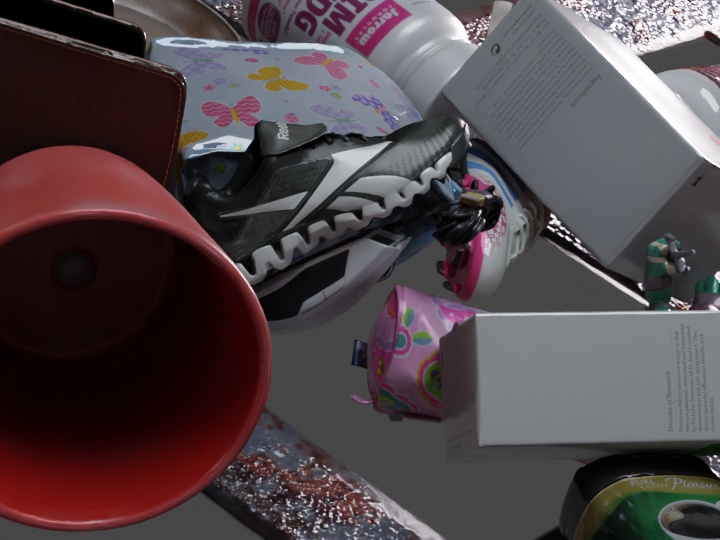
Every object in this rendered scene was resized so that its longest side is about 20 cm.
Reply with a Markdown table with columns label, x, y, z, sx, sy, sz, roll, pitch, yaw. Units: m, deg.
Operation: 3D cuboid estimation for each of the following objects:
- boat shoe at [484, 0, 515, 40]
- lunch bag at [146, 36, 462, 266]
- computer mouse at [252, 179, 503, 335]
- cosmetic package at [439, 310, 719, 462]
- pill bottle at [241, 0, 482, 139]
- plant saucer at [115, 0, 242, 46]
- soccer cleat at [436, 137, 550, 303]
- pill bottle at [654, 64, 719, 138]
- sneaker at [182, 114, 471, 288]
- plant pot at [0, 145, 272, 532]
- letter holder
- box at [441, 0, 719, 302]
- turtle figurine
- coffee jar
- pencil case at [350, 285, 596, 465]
| label | x | y | z | sx | sy | sz | roll | pitch | yaw |
| --- | --- | --- | --- | --- | --- | --- | --- | --- | --- |
| boat shoe | 0.143 | -0.164 | 2.094 | 0.093 | 0.075 | 0.200 | 13 | 28 | 2 |
| lunch bag | -0.044 | -0.071 | 1.761 | 0.199 | 0.127 | 0.170 | -1 | 34 | -15 |
| computer mouse | 0.000 | 0.000 | 1.664 | 0.110 | 0.200 | 0.044 | -55 | 120 | -80 |
| cosmetic package | 0.155 | 0.070 | 1.564 | 0.199 | 0.085 | 0.108 | -2 | -9 | -8 |
| pill bottle | 0.011 | -0.171 | 1.980 | 0.113 | 0.114 | 0.200 | -13 | 43 | -46 |
| plant saucer | -0.185 | -0.176 | 1.947 | 0.200 | 0.032 | 0.200 | 15 | 29 | -8 |
| soccer cleat | 0.101 | -0.037 | 1.851 | 0.086 | 0.070 | 0.200 | 15 | 29 | -11 |
| pill bottle | 0.278 | -0.108 | 2.051 | 0.200 | 0.110 | 0.110 | -9 | 40 | -43 |
| sneaker | -0.026 | -0.063 | 1.635 | 0.200 | 0.091 | 0.066 | -28 | 15 | -8 |
| plant pot | -0.161 | 0.024 | 1.469 | 0.200 | 0.201 | 0.177 | 12 | 19 | -15 |
| letter holder | -0.189 | -0.072 | 1.584 | 0.142 | 0.200 | 0.101 | 16 | 28 | -8 |
| box | 0.183 | -0.091 | 1.886 | 0.200 | 0.106 | 0.152 | 50 | 15 | 29 |
| turtle figurine | 0.241 | 0.047 | 1.769 | 0.150 | 0.101 | 0.200 | 46 | 19 | 15 |
| coffee jar | 0.193 | 0.190 | 1.500 | 0.104 | 0.085 | 0.200 | 2 | 34 | -23 |
| pencil case | 0.097 | 0.073 | 1.651 | 0.200 | 0.088 | 0.088 | 15 | 29 | -9 |
